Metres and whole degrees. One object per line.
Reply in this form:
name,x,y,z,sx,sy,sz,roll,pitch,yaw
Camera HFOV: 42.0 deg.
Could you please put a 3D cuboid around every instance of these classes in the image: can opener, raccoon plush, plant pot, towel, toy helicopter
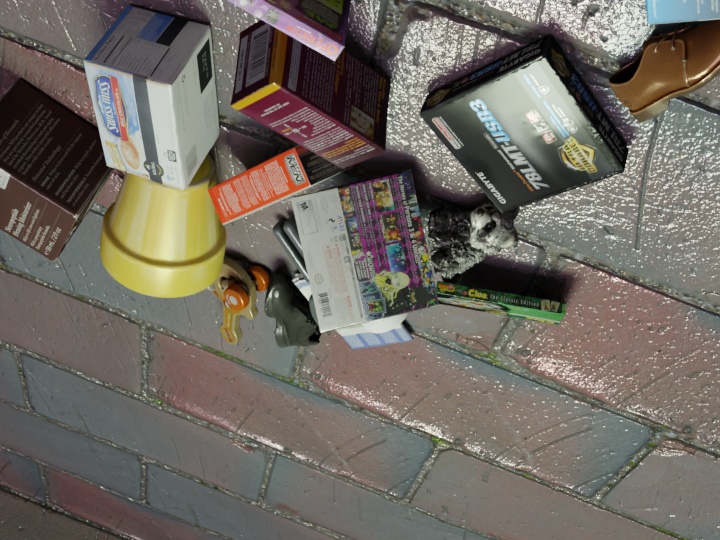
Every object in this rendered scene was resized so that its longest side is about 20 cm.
can opener,-0.079,0.005,1.546,0.052,0.067,0.201,-15,112,39
raccoon plush,0.176,-0.043,1.395,0.132,0.098,0.200,-6,168,13
plant pot,-0.302,-0.094,1.475,0.198,0.202,0.190,20,127,3
towel,-0.012,0.064,1.641,0.146,0.024,0.200,-11,132,36
toy helicopter,-0.241,0.057,1.702,0.131,0.079,0.201,30,138,19

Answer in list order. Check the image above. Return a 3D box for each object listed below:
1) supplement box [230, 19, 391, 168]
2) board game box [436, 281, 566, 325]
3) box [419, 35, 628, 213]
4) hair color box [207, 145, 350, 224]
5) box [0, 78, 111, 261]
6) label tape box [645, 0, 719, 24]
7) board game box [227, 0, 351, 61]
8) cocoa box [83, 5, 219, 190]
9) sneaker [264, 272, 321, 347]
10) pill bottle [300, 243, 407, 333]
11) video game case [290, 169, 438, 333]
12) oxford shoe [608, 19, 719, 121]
supplement box,-0.058,-0.225,1.187,0.085,0.112,0.199,-16,151,41
board game box,0.216,0.051,1.459,0.197,0.024,0.105,10,167,8
box,0.210,-0.179,1.210,0.197,0.050,0.200,-18,126,40
hair color box,-0.122,-0.134,1.380,0.199,0.101,0.062,-18,99,40
box,-0.522,-0.158,1.514,0.199,0.165,0.166,32,142,-13
label tape box,0.380,-0.328,0.926,0.197,0.067,0.144,0,138,23
board game box,-0.104,-0.332,1.101,0.198,0.121,0.032,27,125,-18
cocoa box,-0.287,-0.240,1.317,0.130,0.134,0.201,17,142,9
sneaker,-0.116,0.070,1.675,0.089,0.077,0.201,4,148,12
pill bottle,0.000,0.000,1.476,0.118,0.120,0.201,-4,136,31
video game case,0.007,-0.028,1.355,0.179,0.036,0.203,-13,96,0
oxford shoe,0.356,-0.240,1.042,0.071,0.072,0.200,38,142,-13
